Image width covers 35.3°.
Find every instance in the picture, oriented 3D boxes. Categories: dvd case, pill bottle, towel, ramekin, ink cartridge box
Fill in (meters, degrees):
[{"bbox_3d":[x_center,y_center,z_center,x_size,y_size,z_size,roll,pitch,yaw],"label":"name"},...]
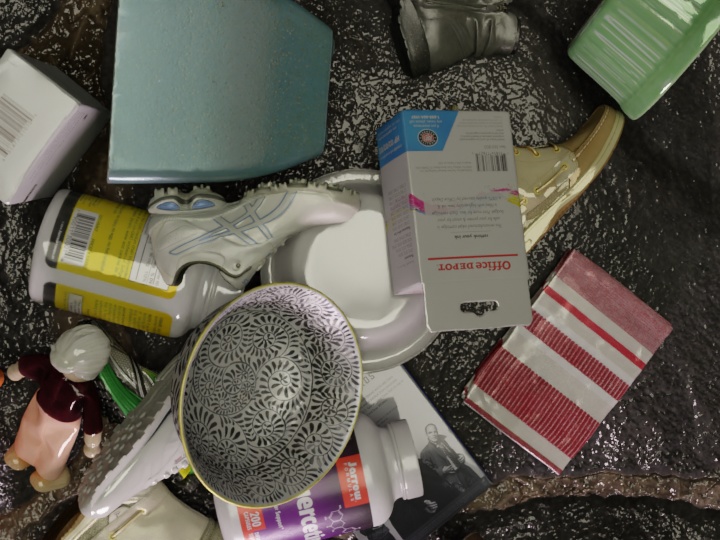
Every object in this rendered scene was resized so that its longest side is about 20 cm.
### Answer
[{"bbox_3d":[0.022,0.191,1.184,0.150,0.025,0.201,-37,96,-1],"label":"dvd case"},{"bbox_3d":[-0.043,0.206,1.111,0.198,0.112,0.114,-13,96,-4],"label":"pill bottle"},{"bbox_3d":[-0.211,0.000,1.103,0.198,0.114,0.115,16,93,-6],"label":"pill bottle"},{"bbox_3d":[0.217,0.096,1.195,0.144,0.023,0.201,37,93,-9],"label":"towel"},{"bbox_3d":[0.288,-0.254,1.086,0.097,0.200,0.201,38,91,1],"label":"ramekin"},{"bbox_3d":[0.086,-0.042,1.047,0.114,0.068,0.202,-2,81,-22],"label":"ink cartridge box"}]

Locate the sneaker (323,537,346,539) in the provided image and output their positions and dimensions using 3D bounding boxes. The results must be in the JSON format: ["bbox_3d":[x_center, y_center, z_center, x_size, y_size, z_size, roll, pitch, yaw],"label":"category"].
[{"bbox_3d":[-0.018,0.320,1.143,0.198,0.075,0.090,9,85,14],"label":"sneaker"}]

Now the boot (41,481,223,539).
[{"bbox_3d":[-0.241,0.297,1.147,0.154,0.072,0.200,39,103,-17],"label":"boot"}]

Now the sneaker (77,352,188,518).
[{"bbox_3d":[-0.183,0.162,1.068,0.200,0.076,0.081,-50,115,-26],"label":"sneaker"}]

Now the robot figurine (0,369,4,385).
[{"bbox_3d":[-0.437,0.158,1.096,0.200,0.117,0.144,-45,128,0],"label":"robot figurine"}]

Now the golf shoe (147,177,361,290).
[{"bbox_3d":[-0.095,-0.031,1.037,0.198,0.078,0.098,-6,83,5],"label":"golf shoe"}]

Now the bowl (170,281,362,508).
[{"bbox_3d":[-0.102,0.105,1.034,0.199,0.094,0.203,-8,102,-39],"label":"bowl"}]

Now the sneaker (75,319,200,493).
[{"bbox_3d":[-0.215,0.125,1.139,0.200,0.078,0.085,50,62,-12],"label":"sneaker"}]

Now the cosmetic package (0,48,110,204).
[{"bbox_3d":[-0.303,-0.130,1.042,0.081,0.200,0.113,37,93,-6],"label":"cosmetic package"}]

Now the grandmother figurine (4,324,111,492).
[{"bbox_3d":[-0.289,0.125,1.087,0.121,0.061,0.201,34,126,0],"label":"grandmother figurine"}]

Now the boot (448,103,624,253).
[{"bbox_3d":[0.156,-0.123,1.147,0.155,0.073,0.200,41,93,-6],"label":"boot"}]

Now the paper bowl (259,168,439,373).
[{"bbox_3d":[0.000,0.000,1.114,0.198,0.104,0.203,0,85,-4],"label":"paper bowl"}]

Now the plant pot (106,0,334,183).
[{"bbox_3d":[-0.132,-0.173,1.063,0.198,0.196,0.198,4,94,-12],"label":"plant pot"}]

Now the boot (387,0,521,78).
[{"bbox_3d":[0.083,-0.301,1.134,0.129,0.068,0.202,-18,104,-8],"label":"boot"}]

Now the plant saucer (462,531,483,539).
[{"bbox_3d":[0.085,0.358,1.119,0.034,0.200,0.202,23,93,22],"label":"plant saucer"}]
